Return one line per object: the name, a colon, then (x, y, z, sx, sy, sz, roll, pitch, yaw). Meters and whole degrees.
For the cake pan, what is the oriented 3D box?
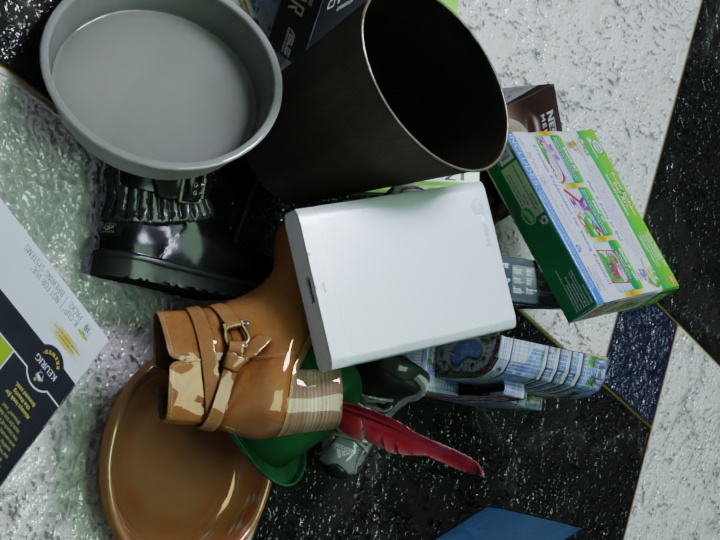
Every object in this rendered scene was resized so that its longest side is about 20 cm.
cake pan: (-0.162, -0.155, 1.227, 0.197, 0.037, 0.202, 10, 56, -14)

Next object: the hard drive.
hard drive: (0.037, 0.002, 1.278, 0.198, 0.026, 0.134, -10, 85, -35)

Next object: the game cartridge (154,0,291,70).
game cartridge: (-0.113, -0.230, 1.368, 0.201, 0.041, 0.134, 53, 57, -36)

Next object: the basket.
basket: (-0.002, -0.137, 1.308, 0.180, 0.199, 0.137, 42, 53, -27)

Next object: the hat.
hat: (-0.016, 0.087, 1.320, 0.201, 0.174, 0.167, 55, 22, -32)

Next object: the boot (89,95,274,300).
boot: (-0.138, -0.058, 1.308, 0.210, 0.079, 0.160, 14, 80, -48)

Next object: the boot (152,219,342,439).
boot: (-0.099, 0.042, 1.256, 0.153, 0.077, 0.203, 3, 71, -20)

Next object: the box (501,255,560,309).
box: (0.121, 0.013, 1.553, 0.199, 0.158, 0.047, 6, 85, -48)

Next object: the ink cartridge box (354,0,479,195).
ink cartridge box: (0.038, -0.174, 1.466, 0.146, 0.076, 0.203, 1, 91, -15)

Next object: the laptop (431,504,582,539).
laptop: (0.127, 0.354, 1.601, 0.186, 0.115, 0.203, 21, 75, -47)

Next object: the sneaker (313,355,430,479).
sneaker: (0.005, 0.142, 1.422, 0.074, 0.200, 0.116, 27, 76, 1)

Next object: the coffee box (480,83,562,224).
coffee box: (0.136, -0.120, 1.627, 0.199, 0.079, 0.115, -30, 112, -45)

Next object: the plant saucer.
plant saucer: (-0.156, 0.166, 1.326, 0.199, 0.037, 0.203, -1, 91, -49)

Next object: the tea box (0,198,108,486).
tea box: (-0.319, 0.049, 1.057, 0.198, 0.132, 0.201, -56, 129, -33)

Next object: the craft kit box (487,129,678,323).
craft kit box: (0.229, -0.052, 1.565, 0.196, 0.048, 0.202, -9, 68, -51)

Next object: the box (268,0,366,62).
box: (0.008, -0.292, 1.382, 0.200, 0.043, 0.161, -38, 158, -44)

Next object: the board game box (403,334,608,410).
board game box: (0.114, 0.103, 1.554, 0.198, 0.199, 0.063, 12, 81, -34)

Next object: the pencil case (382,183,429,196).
pencil case: (0.000, 0.000, 1.384, 0.089, 0.199, 0.078, 35, 37, -27)
